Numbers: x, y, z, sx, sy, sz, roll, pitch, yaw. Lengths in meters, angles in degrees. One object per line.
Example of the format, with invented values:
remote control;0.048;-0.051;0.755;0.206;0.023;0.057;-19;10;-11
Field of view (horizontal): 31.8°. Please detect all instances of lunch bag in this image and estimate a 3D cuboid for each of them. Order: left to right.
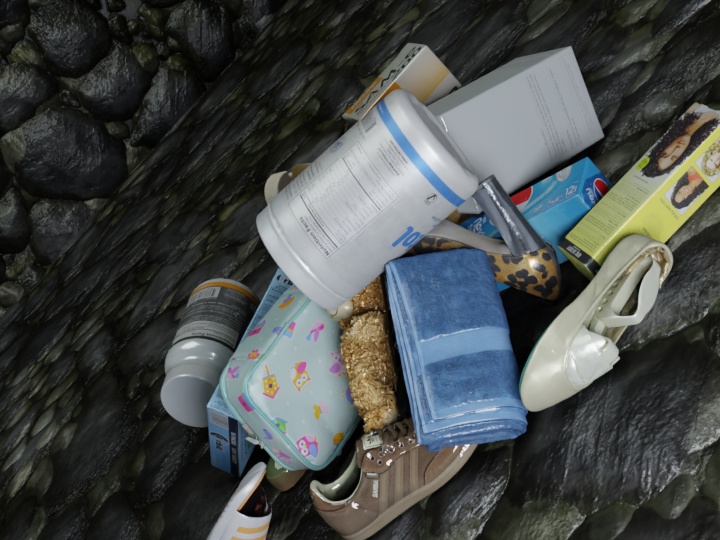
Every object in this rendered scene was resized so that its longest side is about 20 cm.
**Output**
lunch bag;-0.056;0.119;1.414;0.077;0.161;0.201;-7;38;50

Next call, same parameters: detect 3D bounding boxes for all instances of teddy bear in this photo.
teddy bear;0.004;0.094;1.329;0.066;0.204;0.145;-9;-2;4

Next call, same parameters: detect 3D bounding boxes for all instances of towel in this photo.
towel;0.091;0.071;1.214;0.110;0.049;0.202;-9;57;-2

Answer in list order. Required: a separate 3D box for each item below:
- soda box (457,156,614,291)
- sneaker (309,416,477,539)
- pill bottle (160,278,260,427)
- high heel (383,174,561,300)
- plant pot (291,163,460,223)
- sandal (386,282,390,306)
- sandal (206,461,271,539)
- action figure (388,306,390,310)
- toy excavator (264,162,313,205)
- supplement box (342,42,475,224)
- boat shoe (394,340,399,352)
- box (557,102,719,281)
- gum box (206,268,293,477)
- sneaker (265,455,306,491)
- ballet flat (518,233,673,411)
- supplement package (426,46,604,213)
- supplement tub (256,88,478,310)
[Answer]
soda box;0.182;-0.041;1.357;0.199;0.068;0.065;-28;28;40
sneaker;0.036;0.184;1.233;0.200;0.075;0.071;-43;21;10
pill bottle;-0.207;0.114;1.758;0.116;0.116;0.201;-33;26;31
high heel;0.114;0.007;1.331;0.199;0.143;0.071;-37;0;42
plant pot;0.014;-0.074;1.424;0.199;0.198;0.028;0;71;61
sandal;0.001;-0.001;1.455;0.198;0.048;0.077;13;98;40
sandal;-0.137;0.299;1.398;0.208;0.059;0.079;-60;-3;26
action figure;0.009;0.032;1.567;0.200;0.133;0.150;-47;60;33
toy excavator;-0.009;-0.104;1.645;0.196;0.200;0.099;-55;23;-22
supplement box;0.092;-0.164;1.558;0.126;0.200;0.073;-48;22;-4
boat shoe;0.082;0.081;1.337;0.074;0.065;0.202;-46;21;2
box;0.287;-0.071;1.236;0.200;0.050;0.075;-47;21;2
gum box;-0.124;0.126;1.541;0.171;0.044;0.202;97;-163;-59
sneaker;-0.080;0.151;1.486;0.067;0.090;0.202;-19;35;48
ballet flat;0.219;0.049;1.146;0.201;0.069;0.069;-53;22;-15
supplement package;0.158;-0.160;1.454;0.198;0.118;0.117;-29;15;-24
supplement tub;0.008;-0.071;1.267;0.199;0.132;0.132;-41;22;14
